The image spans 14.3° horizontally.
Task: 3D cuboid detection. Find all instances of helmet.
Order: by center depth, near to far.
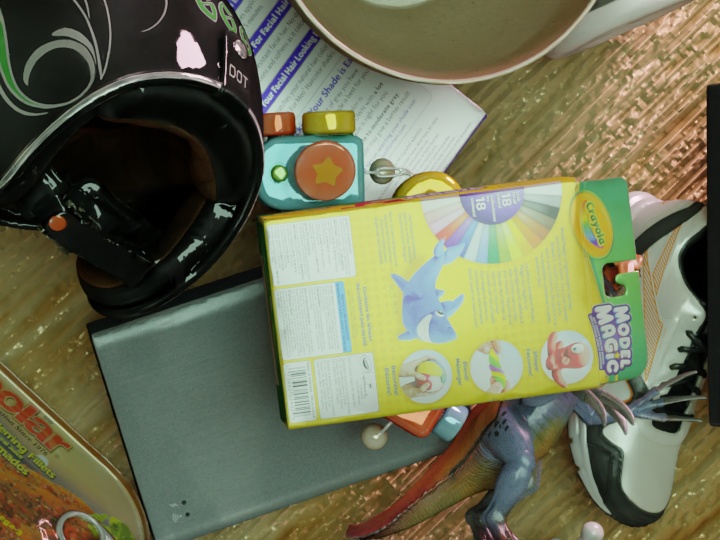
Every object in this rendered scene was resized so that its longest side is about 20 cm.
[{"bbox_3d":[-0.154,-0.089,1.542,0.199,0.191,0.201,-15,130,-18],"label":"helmet"}]

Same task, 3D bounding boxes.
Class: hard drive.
[{"bbox_3d":[-0.043,0.064,1.644,0.199,0.033,0.140,-18,112,-7],"label":"hard drive"}]

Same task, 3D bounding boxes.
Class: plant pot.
[{"bbox_3d":[0.033,-0.200,1.604,0.200,0.134,0.201,0,90,-11],"label":"plant pot"}]

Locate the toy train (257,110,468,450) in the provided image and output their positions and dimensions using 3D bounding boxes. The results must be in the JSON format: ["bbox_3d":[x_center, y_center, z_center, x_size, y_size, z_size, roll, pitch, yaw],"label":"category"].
[{"bbox_3d":[0.000,0.000,1.585,0.200,0.056,0.150,37,86,-7],"label":"toy train"}]

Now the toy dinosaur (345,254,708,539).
[{"bbox_3d":[0.097,0.071,1.618,0.199,0.105,0.182,6,81,5],"label":"toy dinosaur"}]

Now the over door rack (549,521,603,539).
[{"bbox_3d":[0.183,0.206,1.621,0.147,0.200,0.067,26,92,-8],"label":"over door rack"}]

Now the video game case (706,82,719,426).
[{"bbox_3d":[0.276,-0.005,1.708,0.180,0.025,0.201,5,83,-40],"label":"video game case"}]

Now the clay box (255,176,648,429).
[{"bbox_3d":[0.050,0.015,1.545,0.199,0.048,0.115,-7,94,-7],"label":"clay box"}]

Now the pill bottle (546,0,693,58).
[{"bbox_3d":[0.121,-0.236,1.696,0.111,0.111,0.201,-24,90,-12],"label":"pill bottle"}]

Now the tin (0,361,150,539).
[{"bbox_3d":[-0.206,0.114,1.605,0.200,0.042,0.112,43,41,-1],"label":"tin"}]

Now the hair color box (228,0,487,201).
[{"bbox_3d":[-0.040,-0.107,1.676,0.200,0.065,0.109,38,80,-8],"label":"hair color box"}]

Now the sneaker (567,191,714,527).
[{"bbox_3d":[0.176,0.052,1.687,0.074,0.080,0.201,9,84,-46],"label":"sneaker"}]

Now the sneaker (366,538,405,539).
[{"bbox_3d":[0.042,0.211,1.593,0.070,0.200,0.109,25,72,-31],"label":"sneaker"}]
